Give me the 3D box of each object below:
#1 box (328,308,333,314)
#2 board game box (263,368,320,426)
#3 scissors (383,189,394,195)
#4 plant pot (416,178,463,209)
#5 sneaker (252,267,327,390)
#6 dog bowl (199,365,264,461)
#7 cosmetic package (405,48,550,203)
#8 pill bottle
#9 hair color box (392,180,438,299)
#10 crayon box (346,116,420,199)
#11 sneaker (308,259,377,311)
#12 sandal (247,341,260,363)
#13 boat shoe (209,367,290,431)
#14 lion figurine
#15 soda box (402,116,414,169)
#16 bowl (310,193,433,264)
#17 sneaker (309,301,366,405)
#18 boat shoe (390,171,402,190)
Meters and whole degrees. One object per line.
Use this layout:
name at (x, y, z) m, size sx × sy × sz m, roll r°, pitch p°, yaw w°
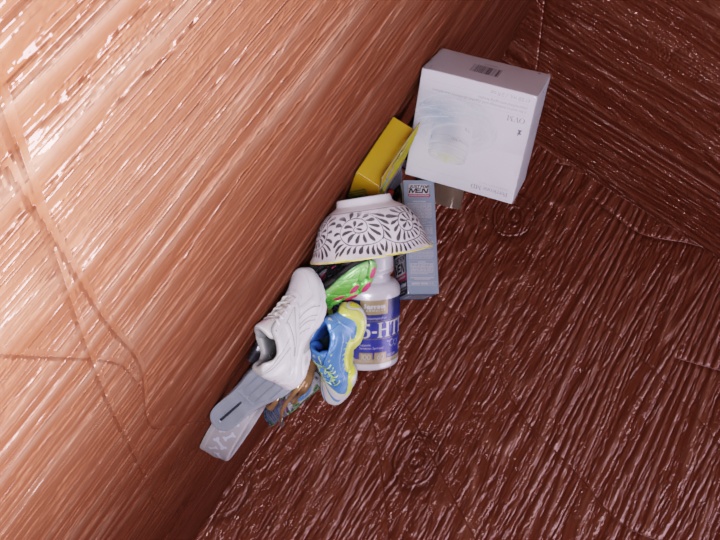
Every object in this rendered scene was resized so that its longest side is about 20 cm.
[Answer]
box at (-0.079, 0.117, 1.708) m, size 0.122 × 0.048 × 0.200 m, roll -21°, pitch 172°, yaw -42°
board game box at (-0.096, 0.203, 1.706) m, size 0.200 × 0.062 × 0.200 m, roll -39°, pitch 176°, yaw -27°
scissors at (0.044, -0.130, 1.529) m, size 0.073 × 0.014 × 0.200 m, roll -56°, pitch 176°, yaw -16°
plant pot at (0.295, -0.339, 3.105) m, size 0.187 × 0.186 × 0.201 m, roll -43°, pitch 151°, yaw -78°
sneaker at (-0.118, 0.084, 1.408) m, size 0.078 × 0.099 × 0.201 m, roll -6°, pitch -112°, yaw 47°
dog bowl at (-0.231, 0.277, 1.700) m, size 0.201 × 0.059 × 0.200 m, roll -59°, pitch 177°, yaw -5°
cosmetic package at (0.199, -0.248, 1.522) m, size 0.123 × 0.198 × 0.201 m, roll -53°, pitch 156°, yaw -53°
pill bottle at (0.011, 0.064, 1.558) m, size 0.120 × 0.119 × 0.201 m, roll -49°, pitch 142°, yaw -71°
hair color box at (0.096, -0.052, 1.577) m, size 0.099 × 0.060 × 0.201 m, roll 144°, pitch -55°, yaw -76°
crayon box at (0.034, -0.173, 1.501) m, size 0.127 × 0.051 × 0.200 m, roll -57°, pitch 177°, yaw -21°
sneaker at (-0.054, 0.017, 1.481) m, size 0.077 × 0.084 × 0.200 m, roll 2°, pitch 157°, yaw -45°
sandal at (-0.141, 0.106, 1.558) m, size 0.076 × 0.043 × 0.200 m, roll -59°, pitch 177°, yaw 28°
boat shoe at (-0.174, 0.197, 1.501) m, size 0.200 × 0.072 × 0.062 m, roll -35°, pitch -172°, yaw 14°
lion figurine at (-0.101, 0.166, 1.550) m, size 0.122 × 0.072 × 0.201 m, roll -45°, pitch -150°, yaw 42°
soda box at (0.139, -0.299, 1.809) m, size 0.200 × 0.063 × 0.071 m, roll -59°, pitch 177°, yaw 31°
bowl at (0.011, -0.071, 1.409) m, size 0.201 × 0.200 × 0.095 m, roll -39°, pitch 120°, yaw -81°
sneaker at (-0.057, 0.146, 1.479) m, size 0.105 × 0.076 × 0.201 m, roll -15°, pitch 125°, yaw -45°
boat shoe at (0.034, -0.110, 1.671) m, size 0.068 × 0.073 × 0.200 m, roll 116°, pitch -19°, yaw -65°
